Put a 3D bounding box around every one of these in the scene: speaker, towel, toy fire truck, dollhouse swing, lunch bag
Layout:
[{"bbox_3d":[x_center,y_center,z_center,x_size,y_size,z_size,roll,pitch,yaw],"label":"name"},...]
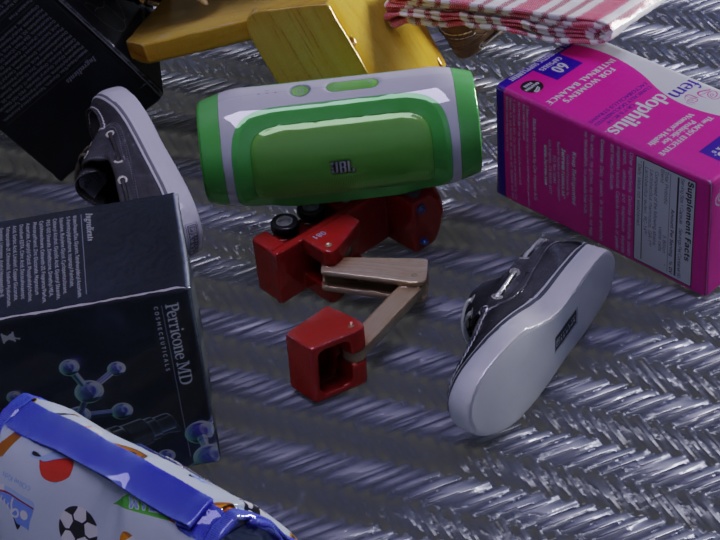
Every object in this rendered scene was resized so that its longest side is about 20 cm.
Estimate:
[{"bbox_3d":[-0.015,-0.096,1.339,0.197,0.089,0.089,-6,37,0],"label":"speaker"},{"bbox_3d":[0.135,-0.211,1.457,0.198,0.030,0.146,12,29,28],"label":"towel"},{"bbox_3d":[0.000,0.000,1.326,0.199,0.049,0.141,-32,45,-30],"label":"toy fire truck"},{"bbox_3d":[-0.055,-0.161,1.483,0.175,0.183,0.200,-26,18,19],"label":"dollhouse swing"},{"bbox_3d":[-0.113,0.171,1.001,0.169,0.202,0.124,22,46,33],"label":"lunch bag"}]

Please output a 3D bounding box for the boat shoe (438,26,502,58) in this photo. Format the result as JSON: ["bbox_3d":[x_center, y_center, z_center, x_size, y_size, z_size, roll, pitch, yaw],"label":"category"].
[{"bbox_3d":[0.132,-0.256,1.613,0.072,0.073,0.200,27,54,38],"label":"boat shoe"}]

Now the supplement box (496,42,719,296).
[{"bbox_3d":[0.203,-0.080,1.357,0.199,0.104,0.101,30,49,35],"label":"supplement box"}]

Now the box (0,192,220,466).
[{"bbox_3d":[-0.200,0.053,1.206,0.198,0.150,0.108,-10,38,-4],"label":"box"}]

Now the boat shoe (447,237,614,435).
[{"bbox_3d":[0.099,0.037,1.246,0.067,0.072,0.200,18,42,26],"label":"boat shoe"}]

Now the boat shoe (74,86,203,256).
[{"bbox_3d":[-0.176,-0.068,1.369,0.066,0.070,0.201,-16,43,-17],"label":"boat shoe"}]

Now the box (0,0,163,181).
[{"bbox_3d":[-0.269,-0.217,1.498,0.124,0.196,0.201,-38,34,18],"label":"box"}]

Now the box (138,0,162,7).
[{"bbox_3d":[-0.240,-0.309,1.512,0.021,0.163,0.201,-35,76,17],"label":"box"}]

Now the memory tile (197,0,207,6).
[{"bbox_3d":[-0.199,-0.283,1.426,0.017,0.200,0.153,-48,35,4],"label":"memory tile"}]
